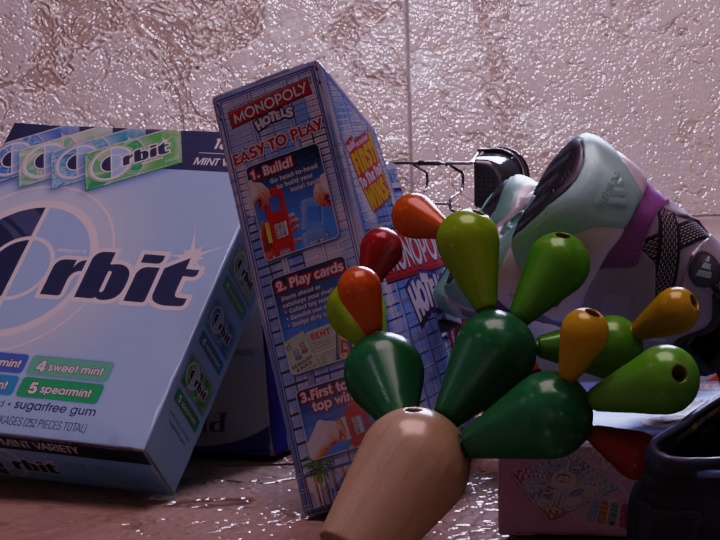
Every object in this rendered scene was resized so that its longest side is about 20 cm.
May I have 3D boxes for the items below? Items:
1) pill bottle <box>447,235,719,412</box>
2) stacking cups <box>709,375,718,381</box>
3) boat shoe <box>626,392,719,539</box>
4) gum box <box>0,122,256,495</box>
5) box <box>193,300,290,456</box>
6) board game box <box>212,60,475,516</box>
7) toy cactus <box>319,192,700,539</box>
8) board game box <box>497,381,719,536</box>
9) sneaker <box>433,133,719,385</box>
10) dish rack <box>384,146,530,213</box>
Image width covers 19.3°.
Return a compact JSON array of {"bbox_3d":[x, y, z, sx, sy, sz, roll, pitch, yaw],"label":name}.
[{"bbox_3d":[0.119,0.023,1.169,0.112,0.114,0.200,-4,-2,-26],"label":"pill bottle"},{"bbox_3d":[0.238,0.049,1.279,0.198,0.061,0.061,-3,4,8],"label":"stacking cups"},{"bbox_3d":[0.180,0.059,0.815,0.084,0.069,0.200,17,35,36],"label":"boat shoe"},{"bbox_3d":[-0.140,0.014,1.093,0.169,0.201,0.045,3,-36,25],"label":"gum box"},{"bbox_3d":[-0.100,0.039,1.229,0.182,0.106,0.200,-1,5,19],"label":"box"},{"bbox_3d":[0.000,0.000,1.044,0.061,0.201,0.200,-17,0,18],"label":"board game box"},{"bbox_3d":[0.042,0.054,0.862,0.199,0.165,0.103,20,-27,37],"label":"toy cactus"},{"bbox_3d":[0.173,0.083,0.966,0.197,0.044,0.200,-1,5,12],"label":"board game box"},{"bbox_3d":[0.118,0.015,0.985,0.139,0.078,0.200,34,-12,-7],"label":"sneaker"},{"bbox_3d":[0.005,-0.001,1.332,0.198,0.155,0.055,1,2,14],"label":"dish rack"}]
